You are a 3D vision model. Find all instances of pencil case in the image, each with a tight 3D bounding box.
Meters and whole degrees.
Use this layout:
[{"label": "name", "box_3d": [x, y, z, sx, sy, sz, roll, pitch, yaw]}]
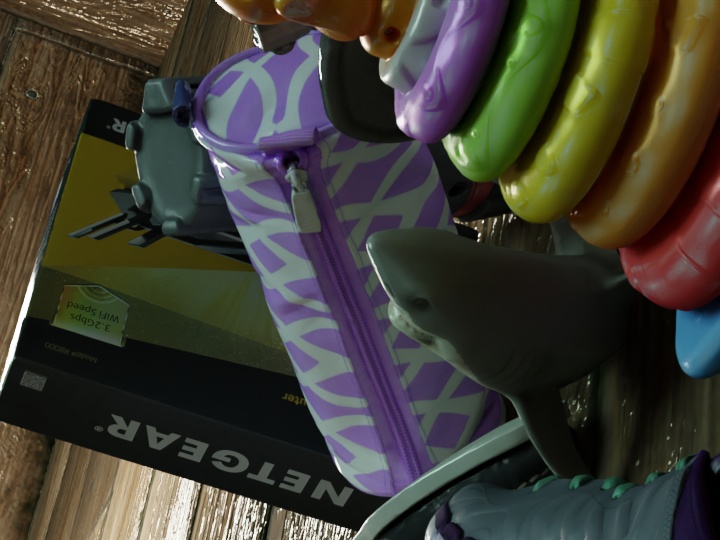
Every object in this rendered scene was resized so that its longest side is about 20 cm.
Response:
[{"label": "pencil case", "box_3d": [0.000, 0.000, 0.829, 0.086, 0.084, 0.200, -105, -6, -53]}]

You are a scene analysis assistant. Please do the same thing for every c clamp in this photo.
[{"label": "c clamp", "box_3d": [0.056, -0.098, 0.684, 0.171, 0.199, 0.027, 89, 159, -61]}]

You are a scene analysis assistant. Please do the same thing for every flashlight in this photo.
[{"label": "flashlight", "box_3d": [-0.008, -0.047, 0.908, 0.068, 0.200, 0.068, 48, 127, 28]}]

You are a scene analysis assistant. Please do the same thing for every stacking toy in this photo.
[{"label": "stacking toy", "box_3d": [0.047, -0.061, 0.621, 0.116, 0.199, 0.110, 120, 165, -46]}]

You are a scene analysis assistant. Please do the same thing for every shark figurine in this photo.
[{"label": "shark figurine", "box_3d": [0.084, -0.007, 0.750, 0.089, 0.128, 0.215, -37, 6, 24]}]

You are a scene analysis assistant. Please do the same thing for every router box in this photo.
[{"label": "router box", "box_3d": [-0.052, 0.022, 0.971, 0.052, 0.199, 0.158, 120, 164, -48]}]

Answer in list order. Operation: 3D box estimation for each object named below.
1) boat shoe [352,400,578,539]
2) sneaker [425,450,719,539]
[{"label": "boat shoe", "box_3d": [0.022, 0.119, 0.808, 0.074, 0.060, 0.200, -15, -22, -51]}, {"label": "sneaker", "box_3d": [0.084, 0.082, 0.587, 0.088, 0.074, 0.200, -57, 21, 1]}]
